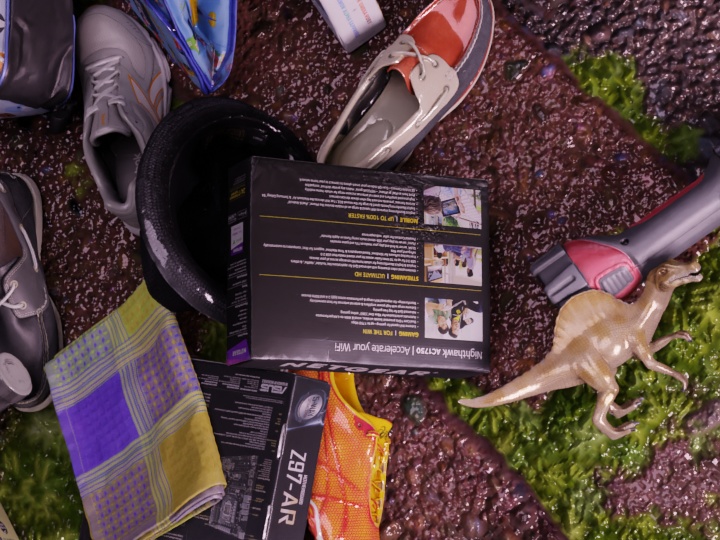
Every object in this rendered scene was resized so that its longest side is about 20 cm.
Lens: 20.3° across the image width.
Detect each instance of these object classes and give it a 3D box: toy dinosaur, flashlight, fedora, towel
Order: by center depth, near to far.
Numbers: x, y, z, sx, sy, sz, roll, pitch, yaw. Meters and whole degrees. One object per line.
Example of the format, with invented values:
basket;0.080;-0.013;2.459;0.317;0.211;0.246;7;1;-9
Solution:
toy dinosaur;0.171;0.068;1.469;0.199;0.058;0.102;-34;99;-1
flashlight;0.223;-0.034;1.492;0.199;0.068;0.068;-36;73;4
towel;-0.176;0.119;1.550;0.143;0.023;0.201;-35;58;29
fedora;-0.112;-0.032;1.557;0.091;0.200;0.202;-33;70;44

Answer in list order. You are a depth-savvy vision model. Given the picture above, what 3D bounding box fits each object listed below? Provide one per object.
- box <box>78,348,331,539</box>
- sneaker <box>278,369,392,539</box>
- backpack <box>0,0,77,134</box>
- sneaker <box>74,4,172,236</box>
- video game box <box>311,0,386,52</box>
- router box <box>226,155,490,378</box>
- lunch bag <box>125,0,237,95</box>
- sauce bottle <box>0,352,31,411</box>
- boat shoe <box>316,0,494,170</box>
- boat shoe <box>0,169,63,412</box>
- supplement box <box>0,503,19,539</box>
box;-0.122;0.150;1.541;0.199;0.043;0.162;4;82;40
sneaker;-0.009;0.150;1.527;0.077;0.073;0.202;-17;78;13
backpack;-0.323;-0.208;1.635;0.190;0.153;0.202;-9;74;50
sneaker;-0.193;-0.128;1.620;0.075;0.092;0.201;-22;75;13
video game box;-0.062;-0.285;1.555;0.047;0.182;0.201;-34;73;3
router box;0.000;0.000;1.498;0.198;0.051;0.151;5;79;-25
lunch bag;-0.155;-0.245;1.580;0.094;0.201;0.151;-30;52;-17
sauce bottle;-0.350;0.133;1.628;0.199;0.066;0.066;-37;72;18
boat shoe;0.034;-0.142;1.567;0.071;0.063;0.201;37;92;21
boat shoe;-0.290;0.016;1.642;0.071;0.068;0.202;-11;82;14
supplement box;-0.360;0.287;1.583;0.199;0.134;0.201;-34;73;10
